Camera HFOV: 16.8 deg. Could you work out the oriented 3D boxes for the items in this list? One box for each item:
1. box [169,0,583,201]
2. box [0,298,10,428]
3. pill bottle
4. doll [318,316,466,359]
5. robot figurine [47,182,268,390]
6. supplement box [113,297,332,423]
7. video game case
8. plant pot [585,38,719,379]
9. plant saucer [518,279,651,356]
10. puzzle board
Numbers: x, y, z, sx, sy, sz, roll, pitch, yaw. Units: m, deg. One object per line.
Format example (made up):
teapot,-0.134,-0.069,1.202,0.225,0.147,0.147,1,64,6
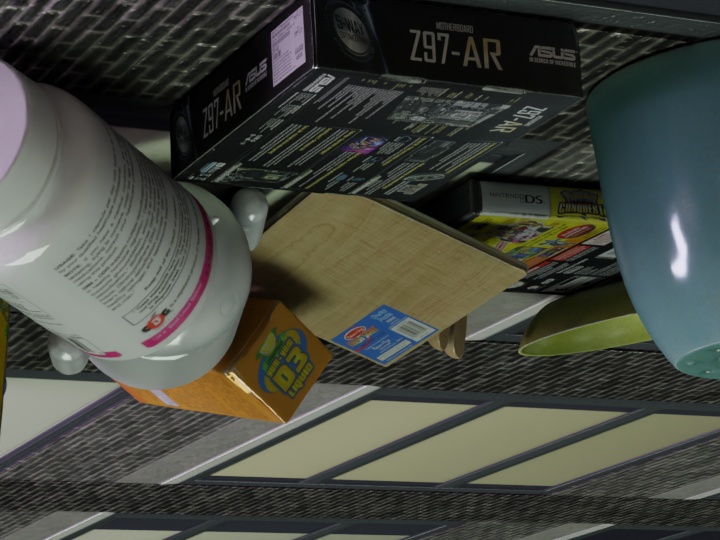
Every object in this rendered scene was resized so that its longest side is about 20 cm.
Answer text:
box,0.004,-0.090,1.336,0.159,0.044,0.200,4,164,-25
box,-0.341,0.063,1.403,0.199,0.123,0.192,-4,168,38
pill bottle,-0.171,-0.034,1.349,0.113,0.114,0.200,-9,155,22
doll,-0.029,0.032,1.763,0.199,0.049,0.136,2,170,19
robot figurine,-0.129,0.009,1.546,0.169,0.113,0.200,-40,174,-16
supplement box,-0.108,0.058,1.696,0.069,0.067,0.200,45,158,-26
video game case,0.112,-0.020,1.664,0.180,0.026,0.200,3,165,-24
plant pot,0.235,-0.027,1.398,0.199,0.162,0.201,-3,166,-1
plant saucer,0.212,0.027,1.806,0.199,0.031,0.200,-10,171,-2
puzzle board,0.000,0.000,1.623,0.150,0.017,0.200,24,151,-18
